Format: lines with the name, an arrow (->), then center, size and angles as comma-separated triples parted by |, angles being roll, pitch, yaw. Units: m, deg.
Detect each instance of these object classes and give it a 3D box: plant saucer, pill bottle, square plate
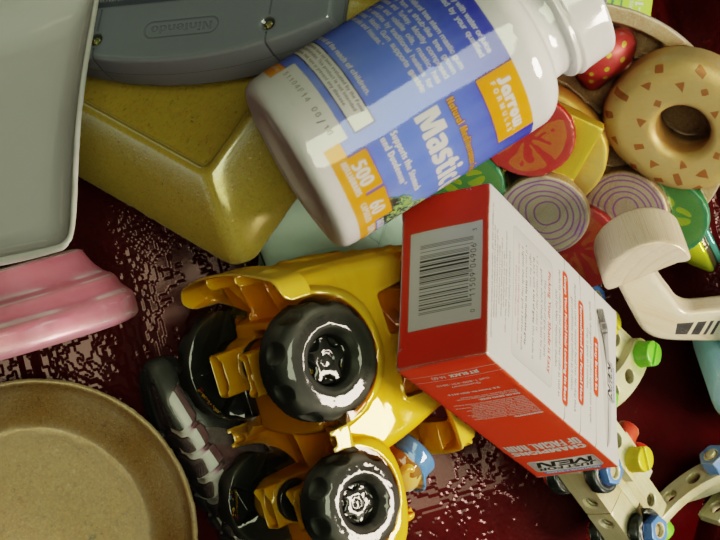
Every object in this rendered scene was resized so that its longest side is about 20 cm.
plant saucer -> -0.096, -0.130, 1.208 | 0.200, 0.048, 0.200 | 28, 79, 32
plant saucer -> -0.234, 0.029, 1.150 | 0.200, 0.200, 0.051 | -16, 92, -14
pill bottle -> 0.043, -0.110, 1.114 | 0.200, 0.112, 0.112 | -32, 96, -7
plant saucer -> -0.203, 0.169, 1.211 | 0.199, 0.035, 0.201 | 4, 72, -12
square plate -> -0.242, -0.072, 1.155 | 0.199, 0.028, 0.199 | -13, 56, 22

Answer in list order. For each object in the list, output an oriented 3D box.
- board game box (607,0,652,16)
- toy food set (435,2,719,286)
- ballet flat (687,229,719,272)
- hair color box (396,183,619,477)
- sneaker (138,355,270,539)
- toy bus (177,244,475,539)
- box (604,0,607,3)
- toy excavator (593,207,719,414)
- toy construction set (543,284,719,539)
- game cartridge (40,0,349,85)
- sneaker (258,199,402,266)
board game box -> 0.094, -0.194, 1.283 | 0.199, 0.048, 0.102 | 8, 88, 1
toy food set -> 0.147, -0.081, 1.261 | 0.199, 0.049, 0.198 | 23, 124, -6
ballet flat -> 0.182, -0.082, 1.337 | 0.067, 0.067, 0.201 | -24, 91, 7
hair color box -> 0.094, 0.042, 1.177 | 0.200, 0.064, 0.111 | 39, 47, -51
sneaker -> -0.056, 0.121, 1.265 | 0.115, 0.076, 0.201 | -34, 107, -18
toy bus -> 0.004, 0.078, 1.192 | 0.191, 0.135, 0.201 | -18, 96, -34
box -> 0.096, -0.259, 1.246 | 0.192, 0.048, 0.200 | 21, 56, 14
toy excavator -> 0.251, 0.041, 1.287 | 0.199, 0.100, 0.195 | -5, 133, -6
toy construction set -> 0.187, 0.115, 1.318 | 0.200, 0.092, 0.131 | 43, 54, -16
game cartridge -> -0.097, -0.179, 1.183 | 0.199, 0.042, 0.134 | -2, 69, 23
sneaker -> 0.000, 0.000, 1.284 | 0.118, 0.074, 0.201 | -40, 106, 2
